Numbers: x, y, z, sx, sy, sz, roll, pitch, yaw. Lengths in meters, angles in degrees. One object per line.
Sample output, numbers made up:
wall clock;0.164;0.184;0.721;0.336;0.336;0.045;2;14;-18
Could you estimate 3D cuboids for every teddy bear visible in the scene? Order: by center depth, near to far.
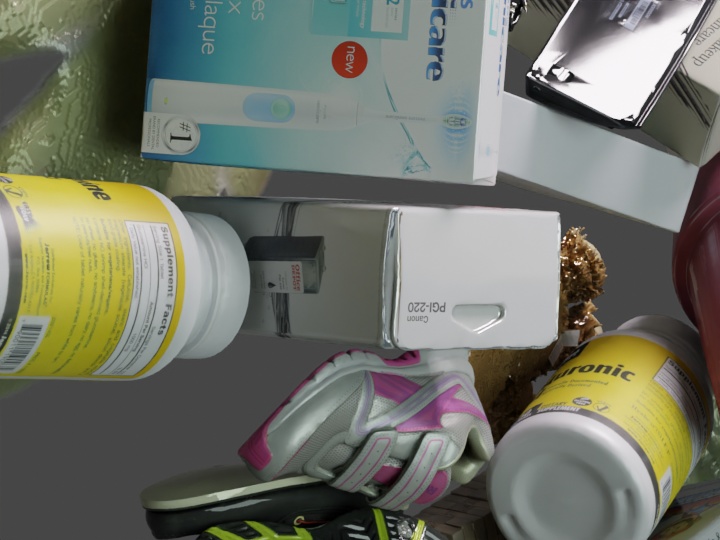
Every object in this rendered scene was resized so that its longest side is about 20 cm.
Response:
teddy bear;0.099;0.039;1.823;0.200;0.067;0.146;-41;132;-39

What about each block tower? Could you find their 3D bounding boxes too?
block tower;0.117;0.157;1.851;0.200;0.054;0.058;-25;111;-38

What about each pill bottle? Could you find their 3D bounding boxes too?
pill bottle;-0.163;0.005;1.529;0.199;0.112;0.113;4;92;-44
pill bottle;0.165;0.105;1.774;0.200;0.111;0.112;-43;125;-57

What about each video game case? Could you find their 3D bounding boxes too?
video game case;0.165;0.191;1.805;0.182;0.200;0.024;-32;97;-37

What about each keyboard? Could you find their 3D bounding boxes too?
keyboard;0.148;-0.165;1.705;0.200;0.127;0.021;-55;169;-43

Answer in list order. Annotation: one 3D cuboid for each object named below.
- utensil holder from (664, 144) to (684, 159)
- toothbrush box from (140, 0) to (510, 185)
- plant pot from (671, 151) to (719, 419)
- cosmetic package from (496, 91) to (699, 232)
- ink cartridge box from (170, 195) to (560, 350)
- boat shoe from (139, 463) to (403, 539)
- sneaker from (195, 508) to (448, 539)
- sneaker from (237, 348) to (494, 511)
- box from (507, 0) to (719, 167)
utensil holder;0.319;-0.031;1.945;0.170;0.170;0.201;-36;119;-35
toothbrush box;-0.018;-0.128;1.586;0.085;0.199;0.147;-7;102;-79
plant pot;0.296;0.030;1.755;0.200;0.199;0.180;50;32;-35
cosmetic package;0.094;-0.082;1.732;0.200;0.151;0.052;16;94;-44
ink cartridge box;0.000;0.000;1.622;0.145;0.199;0.085;0;94;-44
boat shoe;-0.048;0.145;1.680;0.201;0.073;0.063;-6;99;-43
sneaker;-0.022;0.192;1.656;0.199;0.077;0.076;7;50;-23
sneaker;0.014;0.099;1.641;0.199;0.081;0.088;-13;64;-45
box;0.166;-0.157;1.762;0.082;0.200;0.069;-41;155;-36
